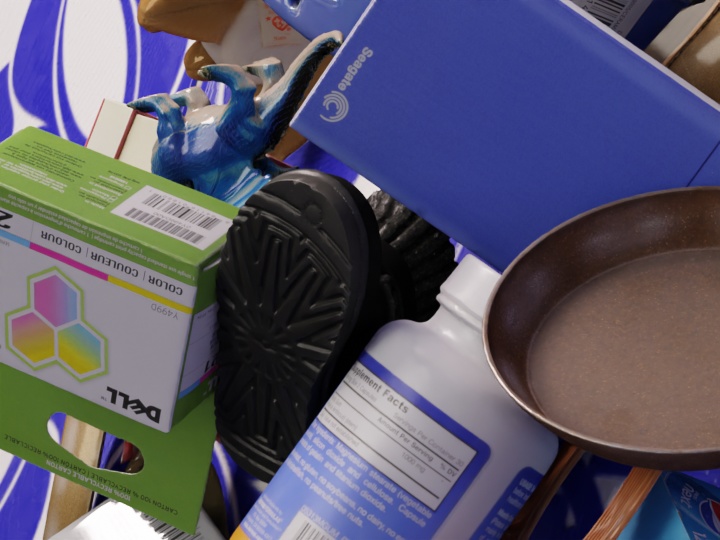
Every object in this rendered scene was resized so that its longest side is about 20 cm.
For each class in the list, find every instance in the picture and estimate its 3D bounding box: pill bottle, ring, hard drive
[{"bbox_3d":[0.029,0.096,1.502,0.200,0.112,0.112,-54,32,0],"label":"pill bottle"},{"bbox_3d":[0.106,0.106,1.475,0.201,0.019,0.200,-54,7,9],"label":"ring"},{"bbox_3d":[0.082,-0.070,1.502,0.132,0.200,0.025,-55,3,19],"label":"hard drive"}]

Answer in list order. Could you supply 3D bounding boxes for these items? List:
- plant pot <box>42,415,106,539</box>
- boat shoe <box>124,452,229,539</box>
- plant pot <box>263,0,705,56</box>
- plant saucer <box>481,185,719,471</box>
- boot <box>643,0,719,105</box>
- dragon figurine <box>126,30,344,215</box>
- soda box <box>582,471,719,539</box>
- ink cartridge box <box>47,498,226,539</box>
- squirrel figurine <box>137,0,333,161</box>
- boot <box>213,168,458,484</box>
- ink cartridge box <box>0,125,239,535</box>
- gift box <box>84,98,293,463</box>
[{"bbox_3d":[-0.177,0.120,1.893,0.200,0.027,0.201,-169,90,-87],"label":"plant pot"},{"bbox_3d":[-0.102,0.200,1.788,0.068,0.072,0.201,96,165,-49],"label":"boat shoe"},{"bbox_3d":[0.079,-0.169,1.613,0.200,0.199,0.180,-54,40,24],"label":"plant pot"},{"bbox_3d":[0.158,0.031,1.410,0.201,0.199,0.035,-119,14,-53],"label":"plant saucer"},{"bbox_3d":[0.221,-0.137,1.509,0.076,0.073,0.200,50,115,29],"label":"boot"},{"bbox_3d":[-0.063,-0.058,1.590,0.199,0.059,0.100,-21,86,32],"label":"dragon figurine"},{"bbox_3d":[0.114,0.190,1.449,0.200,0.064,0.068,-52,35,25],"label":"soda box"},{"bbox_3d":[-0.129,0.227,1.695,0.173,0.044,0.200,-34,51,-7],"label":"ink cartridge box"},{"bbox_3d":[-0.051,-0.205,1.924,0.200,0.141,0.187,-43,26,12],"label":"squirrel figurine"},{"bbox_3d":[-0.002,-0.001,1.560,0.158,0.079,0.212,-40,-23,-38],"label":"boot"},{"bbox_3d":[-0.145,0.046,1.589,0.076,0.147,0.201,-40,-33,-57],"label":"ink cartridge box"},{"bbox_3d":[-0.095,0.022,1.744,0.186,0.184,0.201,21,83,48],"label":"gift box"}]
